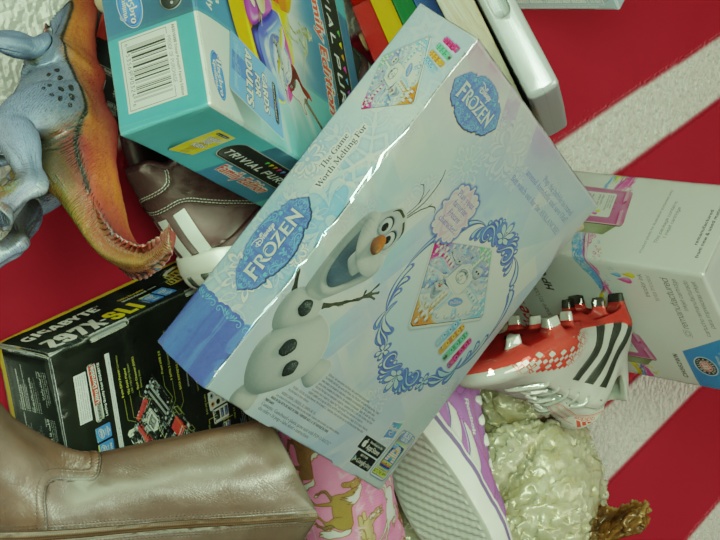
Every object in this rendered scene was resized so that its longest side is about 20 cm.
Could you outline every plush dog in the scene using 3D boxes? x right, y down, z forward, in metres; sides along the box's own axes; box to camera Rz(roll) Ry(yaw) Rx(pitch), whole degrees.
[{"bbox_3d":[0.116,0.121,1.144,0.199,0.159,0.174,10,63,-54],"label":"plush dog"}]

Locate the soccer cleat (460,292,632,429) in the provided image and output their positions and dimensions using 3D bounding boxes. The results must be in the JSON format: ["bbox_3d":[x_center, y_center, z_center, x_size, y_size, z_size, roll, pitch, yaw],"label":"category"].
[{"bbox_3d":[0.128,0.068,1.055,0.199,0.068,0.086,-14,97,-56],"label":"soccer cleat"}]

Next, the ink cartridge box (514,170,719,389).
[{"bbox_3d":[0.199,0.005,1.174,0.085,0.199,0.145,-57,135,-25],"label":"ink cartridge box"}]

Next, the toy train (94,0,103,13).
[{"bbox_3d":[-0.159,-0.213,0.741,0.199,0.055,0.152,13,62,-52],"label":"toy train"}]

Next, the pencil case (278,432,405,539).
[{"bbox_3d":[-0.013,0.134,1.003,0.086,0.082,0.202,-37,123,-48],"label":"pencil case"}]

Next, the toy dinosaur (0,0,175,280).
[{"bbox_3d":[-0.140,-0.065,0.750,0.106,0.198,0.182,96,17,-45],"label":"toy dinosaur"}]

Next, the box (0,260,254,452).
[{"bbox_3d":[-0.113,0.109,0.893,0.159,0.049,0.202,-27,116,-46],"label":"box"}]

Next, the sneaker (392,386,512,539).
[{"bbox_3d":[0.067,0.098,1.049,0.114,0.072,0.202,-27,89,-40],"label":"sneaker"}]

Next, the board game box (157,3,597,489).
[{"bbox_3d":[0.019,-0.002,0.800,0.200,0.043,0.200,-51,148,-1],"label":"board game box"}]

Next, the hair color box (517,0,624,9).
[{"bbox_3d":[0.177,-0.283,1.183,0.201,0.098,0.061,-59,137,-29],"label":"hair color box"}]

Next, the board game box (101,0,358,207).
[{"bbox_3d":[-0.057,-0.116,0.764,0.200,0.046,0.153,26,52,-66],"label":"board game box"}]

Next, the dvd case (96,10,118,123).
[{"bbox_3d":[-0.092,-0.165,0.905,0.146,0.022,0.202,23,78,-52],"label":"dvd case"}]

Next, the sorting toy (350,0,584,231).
[{"bbox_3d":[0.046,-0.134,0.982,0.201,0.069,0.200,57,9,-38],"label":"sorting toy"}]

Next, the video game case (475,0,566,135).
[{"bbox_3d":[0.073,-0.175,0.966,0.184,0.022,0.200,63,8,5],"label":"video game case"}]

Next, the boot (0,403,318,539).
[{"bbox_3d":[-0.119,0.083,0.782,0.198,0.064,0.188,-3,115,-14],"label":"boot"}]

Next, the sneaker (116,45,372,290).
[{"bbox_3d":[-0.066,-0.094,0.879,0.116,0.075,0.201,52,43,-24],"label":"sneaker"}]
